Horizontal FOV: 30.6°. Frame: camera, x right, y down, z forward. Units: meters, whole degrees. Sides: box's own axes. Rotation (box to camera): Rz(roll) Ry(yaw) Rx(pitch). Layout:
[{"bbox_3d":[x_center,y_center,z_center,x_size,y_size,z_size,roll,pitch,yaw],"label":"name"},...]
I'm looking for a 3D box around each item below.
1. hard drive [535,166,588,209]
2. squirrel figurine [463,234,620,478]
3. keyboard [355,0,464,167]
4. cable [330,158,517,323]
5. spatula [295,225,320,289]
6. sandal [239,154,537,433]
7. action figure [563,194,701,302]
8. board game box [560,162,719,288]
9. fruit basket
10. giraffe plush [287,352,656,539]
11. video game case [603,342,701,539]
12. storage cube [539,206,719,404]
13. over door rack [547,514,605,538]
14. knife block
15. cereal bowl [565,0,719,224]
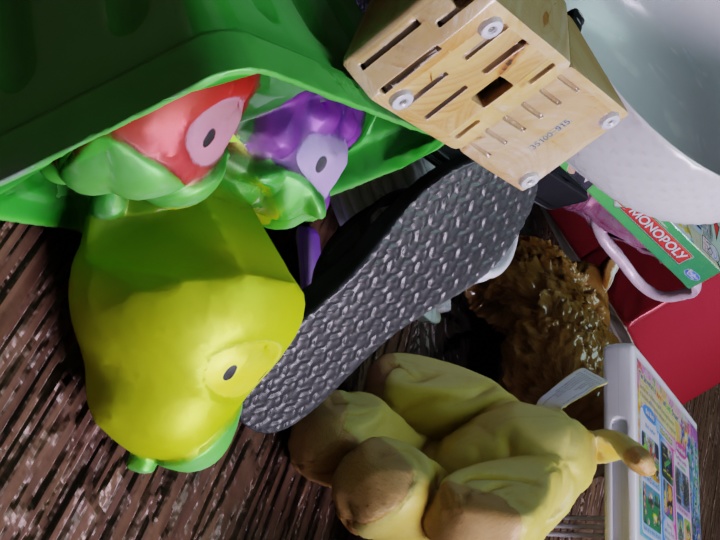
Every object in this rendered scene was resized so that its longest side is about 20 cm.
[{"bbox_3d":[0.101,-0.148,0.855,0.139,0.033,0.201,14,64,-66],"label":"hard drive"},{"bbox_3d":[0.154,0.050,0.992,0.200,0.141,0.187,66,26,-44],"label":"squirrel figurine"},{"bbox_3d":[-0.009,-0.148,0.678,0.200,0.021,0.127,35,57,-25],"label":"keyboard"},{"bbox_3d":[0.033,-0.082,0.786,0.200,0.069,0.201,33,50,-60],"label":"cable"},{"bbox_3d":[0.000,0.000,0.790,0.200,0.020,0.057,-7,93,-66],"label":"spatula"},{"bbox_3d":[0.004,-0.001,0.675,0.200,0.048,0.075,-38,136,-10],"label":"sandal"},{"bbox_3d":[0.160,-0.066,0.999,0.134,0.199,0.149,144,-38,-66],"label":"action figure"},{"bbox_3d":[0.195,-0.100,0.903,0.135,0.029,0.200,40,39,-24],"label":"board game box"},{"bbox_3d":[-0.059,-0.026,0.538,0.216,0.155,0.216,48,30,-40],"label":"fruit basket"},{"bbox_3d":[0.058,0.152,0.751,0.200,0.172,0.163,-8,119,-35],"label":"giraffe plush"},{"bbox_3d":[0.191,0.163,0.848,0.200,0.024,0.183,40,49,-57],"label":"video game case"},{"bbox_3d":[0.289,-0.013,1.161,0.171,0.179,0.200,62,5,38],"label":"storage cube"},{"bbox_3d":[0.112,0.247,0.863,0.067,0.147,0.201,-23,108,-65],"label":"over door rack"},{"bbox_3d":[0.043,-0.132,0.610,0.200,0.064,0.176,21,38,-54],"label":"knife block"},{"bbox_3d":[0.161,-0.107,0.776,0.200,0.083,0.200,24,44,-26],"label":"cereal bowl"}]
